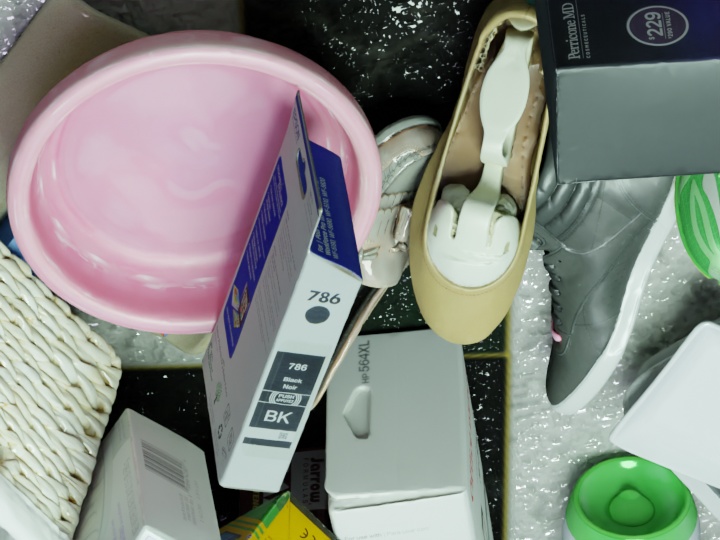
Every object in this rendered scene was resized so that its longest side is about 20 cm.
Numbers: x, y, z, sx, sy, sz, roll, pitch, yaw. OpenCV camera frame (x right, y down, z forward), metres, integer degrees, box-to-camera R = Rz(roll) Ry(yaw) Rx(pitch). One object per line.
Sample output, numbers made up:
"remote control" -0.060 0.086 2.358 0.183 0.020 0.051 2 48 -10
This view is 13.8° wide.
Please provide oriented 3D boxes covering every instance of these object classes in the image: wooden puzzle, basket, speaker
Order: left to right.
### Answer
"basket" -0.269 0.074 1.648 0.200 0.161 0.198 -15 132 34
"wooden puzzle" -0.128 -0.042 1.660 0.200 0.046 0.185 27 125 -23
"speaker" 0.169 0.212 1.864 0.088 0.089 0.200 -3 130 0

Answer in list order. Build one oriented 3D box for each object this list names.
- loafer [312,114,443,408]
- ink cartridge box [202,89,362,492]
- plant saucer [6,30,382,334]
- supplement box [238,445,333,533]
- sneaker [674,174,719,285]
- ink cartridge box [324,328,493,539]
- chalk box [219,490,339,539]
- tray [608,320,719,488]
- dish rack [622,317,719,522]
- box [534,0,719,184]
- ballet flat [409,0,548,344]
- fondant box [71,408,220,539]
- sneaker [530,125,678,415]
"loafer" 0.000 0.000 1.678 0.072 0.063 0.200 -3 140 -42
"ink cartridge box" -0.038 0.013 1.561 0.039 0.100 0.200 7 132 -16
"plant saucer" -0.090 -0.054 1.594 0.200 0.051 0.201 -5 133 -5
"supplement box" -0.030 0.218 1.845 0.061 0.109 0.200 -7 129 5
"sneaker" 0.218 -0.085 1.579 0.074 0.084 0.201 20 104 3
"ink cartridge box" 0.034 0.155 1.769 0.084 0.146 0.200 -6 131 5
"chalk box" -0.080 0.235 1.705 0.124 0.124 0.200 44 141 -8
"tray" 0.255 0.093 1.751 0.199 0.022 0.107 22 126 -19
"dish rack" 0.272 0.067 1.771 0.200 0.044 0.172 -30 124 22
"box" 0.158 -0.137 1.488 0.141 0.200 0.079 -6 132 2
"ballet flat" 0.065 -0.054 1.596 0.068 0.063 0.201 12 101 5
"fondant box" -0.157 0.194 1.646 0.058 0.144 0.200 31 106 -19
"sneaker" 0.113 -0.010 1.686 0.099 0.071 0.200 12 123 -10
